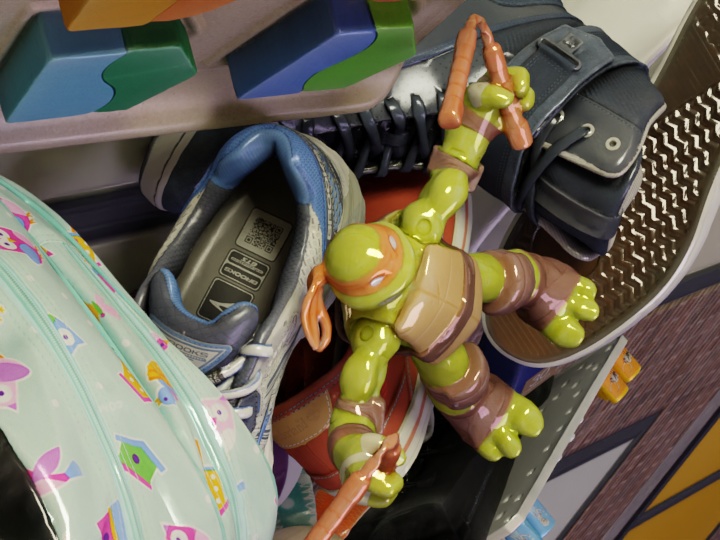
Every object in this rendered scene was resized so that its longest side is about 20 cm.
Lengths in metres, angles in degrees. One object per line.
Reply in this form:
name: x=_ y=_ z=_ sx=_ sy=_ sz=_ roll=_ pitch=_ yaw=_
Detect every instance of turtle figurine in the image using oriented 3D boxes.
turtle figurine: x=0.022 y=0.021 z=0.707 sx=0.161 sy=0.064 sz=0.200 roll=33 pitch=71 yaw=-59

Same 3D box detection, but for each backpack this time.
backpack: x=-0.125 y=0.054 z=0.602 sx=0.127 sy=0.200 sz=0.167 roll=-22 pitch=148 yaw=-47

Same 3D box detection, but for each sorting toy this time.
sorting toy: x=-0.029 y=-0.087 z=0.605 sx=0.185 sy=0.036 sz=0.200 roll=-9 pitch=162 yaw=-28

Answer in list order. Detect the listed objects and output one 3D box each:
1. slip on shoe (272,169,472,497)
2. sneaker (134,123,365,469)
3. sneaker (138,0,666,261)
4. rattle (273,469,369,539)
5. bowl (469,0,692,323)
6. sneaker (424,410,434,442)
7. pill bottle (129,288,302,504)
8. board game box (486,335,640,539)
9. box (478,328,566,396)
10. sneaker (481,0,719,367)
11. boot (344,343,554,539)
slip on shoe: x=0.000 y=0.000 z=0.818 sx=0.074 sy=0.061 sz=0.200 roll=-29 pitch=-144 yaw=38
sneaker: x=-0.060 y=0.036 z=0.691 sx=0.085 sy=0.077 sz=0.200 roll=69 pitch=38 yaw=-77
sneaker: x=0.027 y=-0.049 z=0.783 sx=0.202 sy=0.146 sz=0.077 roll=-34 pitch=158 yaw=-25
rattle: x=-0.033 y=0.125 z=0.843 sx=0.200 sy=0.130 sz=0.143 roll=-43 pitch=157 yaw=-38
bowl: x=0.108 y=-0.067 z=1.003 sx=0.200 sy=0.075 sz=0.200 roll=-45 pitch=161 yaw=-1
sneaker: x=-0.011 y=0.075 z=1.028 sx=0.074 sy=0.089 sz=0.200 roll=-24 pitch=152 yaw=-47
pill bottle: x=-0.093 y=0.069 z=0.817 sx=0.200 sy=0.112 sz=0.112 roll=-26 pitch=152 yaw=-43
board game box: x=0.059 y=0.137 z=1.130 sx=0.200 sy=0.026 sz=0.200 roll=-38 pitch=-173 yaw=36
box: x=0.119 y=-0.018 z=0.972 sx=0.121 sy=0.032 sz=0.200 roll=-34 pitch=156 yaw=-25
sneaker: x=0.131 y=-0.039 z=0.869 sx=0.200 sy=0.073 sz=0.085 roll=-52 pitch=170 yaw=6
boot: x=0.019 y=0.127 z=1.077 sx=0.165 sy=0.066 sz=0.200 roll=-40 pitch=-170 yaw=30
